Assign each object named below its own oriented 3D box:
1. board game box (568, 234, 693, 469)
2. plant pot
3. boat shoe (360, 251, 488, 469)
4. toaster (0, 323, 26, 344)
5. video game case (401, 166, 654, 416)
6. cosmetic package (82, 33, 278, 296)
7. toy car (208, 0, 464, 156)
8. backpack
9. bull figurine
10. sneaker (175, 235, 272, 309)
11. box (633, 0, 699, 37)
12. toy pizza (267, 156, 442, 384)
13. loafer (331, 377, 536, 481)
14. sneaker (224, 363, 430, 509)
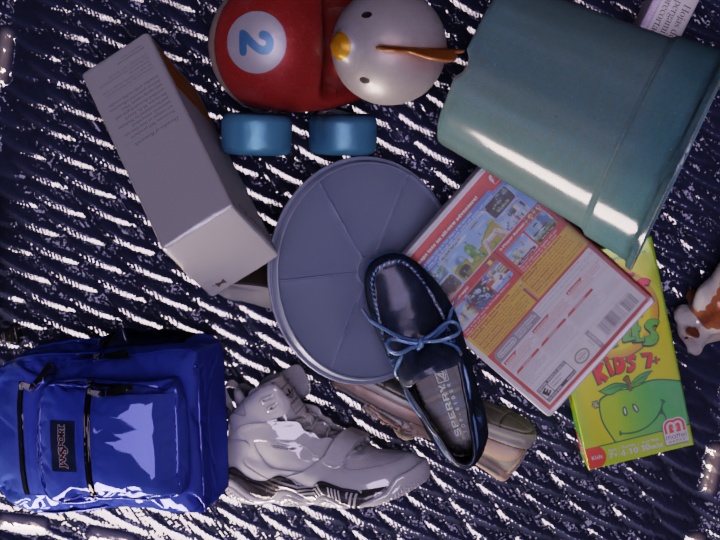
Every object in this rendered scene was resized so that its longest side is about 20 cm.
[{"bbox_3d":[0.233,0.071,1.597,0.101,0.048,0.201,-13,103,2],"label":"board game box"},{"bbox_3d":[0.180,-0.133,1.450,0.195,0.200,0.201,26,101,10],"label":"plant pot"},{"bbox_3d":[0.066,0.077,1.510,0.084,0.069,0.201,-29,101,7],"label":"boat shoe"},{"bbox_3d":[-0.395,0.003,1.530,0.198,0.114,0.130,1,101,0],"label":"toaster"},{"bbox_3d":[0.142,0.014,1.545,0.200,0.017,0.143,40,98,-12],"label":"video game case"},{"bbox_3d":[-0.152,-0.089,1.467,0.071,0.101,0.201,-31,60,6],"label":"cosmetic package"},{"bbox_3d":[-0.007,-0.184,1.432,0.176,0.199,0.186,-3,98,-37],"label":"toy car"},{"bbox_3d":[-0.230,0.132,1.535,0.198,0.168,0.164,0,91,10],"label":"backpack"},{"bbox_3d":[0.370,0.003,1.578,0.121,0.065,0.201,25,103,-11],"label":"bull figurine"},{"bbox_3d":[-0.073,0.000,1.571,0.199,0.085,0.073,19,81,-26],"label":"sneaker"},{"bbox_3d":[0.242,-0.172,1.545,0.038,0.041,0.201,24,100,-6],"label":"box"},{"bbox_3d":[0.000,0.000,1.547,0.199,0.032,0.202,-2,93,-33],"label":"toy pizza"},{"bbox_3d":[0.061,0.139,1.599,0.199,0.072,0.063,20,109,-9],"label":"loafer"},{"bbox_3d":[-0.038,0.149,1.572,0.198,0.075,0.116,-3,104,22],"label":"sneaker"}]
